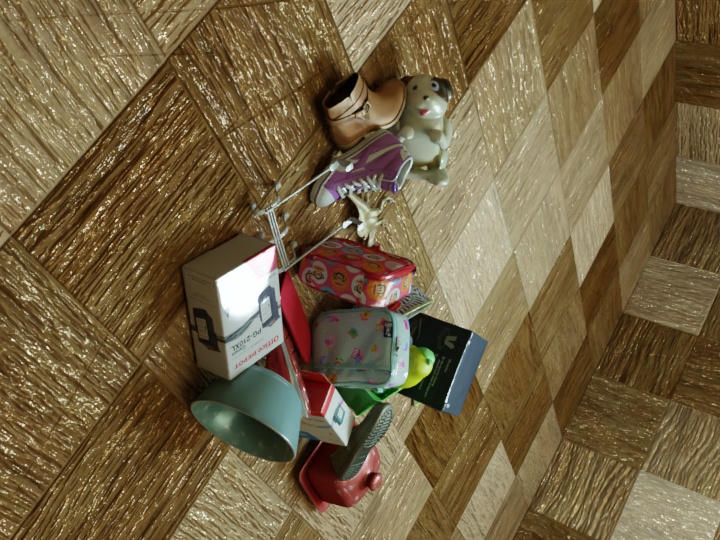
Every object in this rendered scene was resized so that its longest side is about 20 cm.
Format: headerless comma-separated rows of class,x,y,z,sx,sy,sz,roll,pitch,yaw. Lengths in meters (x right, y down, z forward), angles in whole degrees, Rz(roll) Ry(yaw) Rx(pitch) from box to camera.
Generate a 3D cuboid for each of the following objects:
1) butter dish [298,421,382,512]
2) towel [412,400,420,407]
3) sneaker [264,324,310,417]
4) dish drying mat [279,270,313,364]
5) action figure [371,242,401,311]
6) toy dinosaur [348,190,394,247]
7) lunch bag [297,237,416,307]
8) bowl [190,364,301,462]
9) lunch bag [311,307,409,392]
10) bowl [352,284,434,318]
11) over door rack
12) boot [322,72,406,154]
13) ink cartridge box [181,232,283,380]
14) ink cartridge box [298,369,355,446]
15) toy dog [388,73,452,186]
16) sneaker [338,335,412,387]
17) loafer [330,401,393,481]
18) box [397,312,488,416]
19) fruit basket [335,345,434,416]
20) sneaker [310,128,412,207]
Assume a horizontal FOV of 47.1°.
butter dish,-0.018,0.443,1.835,0.200,0.148,0.200,-53,144,-27
towel,0.165,0.257,2.148,0.086,0.018,0.200,-34,133,-46
sneaker,-0.172,0.192,1.530,0.078,0.115,0.200,80,-7,-87
dish drying mat,-0.127,0.090,1.582,0.077,0.018,0.200,-77,158,-43
action figure,0.044,0.003,1.701,0.065,0.200,0.052,30,114,-28
toy dinosaur,0.017,-0.120,1.677,0.101,0.058,0.200,-54,145,-24
lunch bag,0.000,0.000,1.578,0.176,0.200,0.082,-18,122,-56
bowl,-0.181,0.238,1.433,0.105,0.201,0.201,-62,149,-31
lunch bag,0.000,0.157,1.619,0.077,0.200,0.161,24,67,-56
bowl,0.048,0.076,1.763,0.201,0.094,0.201,-29,172,-4
over door rack,-0.098,-0.101,1.481,0.200,0.067,0.148,-30,133,-20
boot,0.010,-0.319,1.536,0.200,0.074,0.155,-56,151,-17
ink cartridge box,-0.210,0.060,1.390,0.145,0.084,0.200,-35,134,-43
ink cartridge box,-0.098,0.269,1.637,0.200,0.116,0.067,62,41,-50
toy dog,0.129,-0.296,1.668,0.194,0.139,0.200,-67,165,-51
sneaker,0.026,0.182,1.692,0.200,0.074,0.081,-32,153,20
loafer,-0.004,0.347,1.719,0.200,0.067,0.076,-57,151,12
box,0.164,0.214,1.947,0.117,0.200,0.197,30,81,-58
fruit basket,0.062,0.207,1.791,0.216,0.156,0.216,-39,163,-15
sneaker,0.007,-0.168,1.533,0.200,0.114,0.073,-40,155,-1
